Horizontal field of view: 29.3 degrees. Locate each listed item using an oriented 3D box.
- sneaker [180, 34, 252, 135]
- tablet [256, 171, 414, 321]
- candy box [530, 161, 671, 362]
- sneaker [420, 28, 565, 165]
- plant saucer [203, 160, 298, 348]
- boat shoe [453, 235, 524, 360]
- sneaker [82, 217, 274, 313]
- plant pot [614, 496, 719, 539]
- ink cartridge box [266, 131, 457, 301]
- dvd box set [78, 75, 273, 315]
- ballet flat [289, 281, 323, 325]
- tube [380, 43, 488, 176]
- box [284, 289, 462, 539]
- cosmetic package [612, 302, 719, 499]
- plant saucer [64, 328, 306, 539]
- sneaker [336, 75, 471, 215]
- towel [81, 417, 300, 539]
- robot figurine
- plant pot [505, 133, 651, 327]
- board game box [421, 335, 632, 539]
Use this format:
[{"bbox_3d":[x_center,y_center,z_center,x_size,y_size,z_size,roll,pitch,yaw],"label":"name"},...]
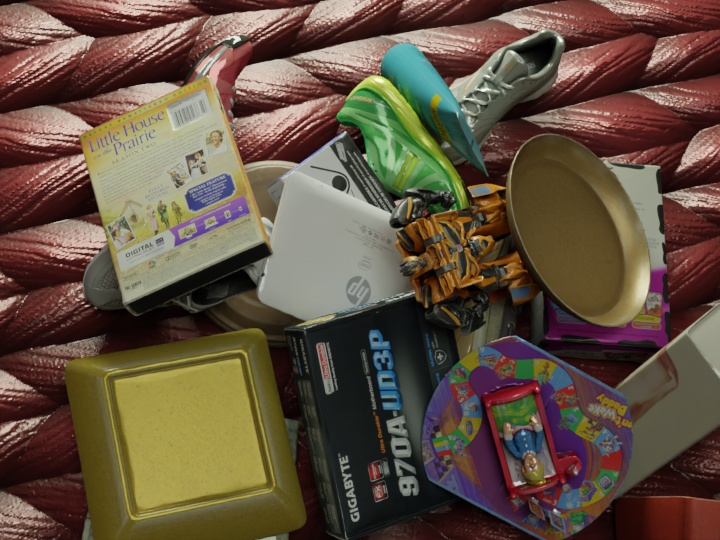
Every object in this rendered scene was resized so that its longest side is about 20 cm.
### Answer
[{"bbox_3d":[-0.157,-0.148,1.407,0.086,0.074,0.201,34,75,-3],"label":"sneaker"},{"bbox_3d":[0.000,0.000,1.313,0.198,0.014,0.132,22,73,-27],"label":"tablet"},{"bbox_3d":[0.244,-0.011,1.426,0.134,0.061,0.203,5,70,-8],"label":"candy box"},{"bbox_3d":[0.136,-0.191,1.453,0.200,0.092,0.076,-42,82,-15],"label":"sneaker"},{"bbox_3d":[-0.083,-0.022,1.390,0.197,0.030,0.203,3,70,-10],"label":"plant saucer"},{"bbox_3d":[0.133,0.029,1.391,0.064,0.072,0.202,33,53,-23],"label":"boat shoe"},{"bbox_3d":[-0.175,0.003,1.304,0.197,0.075,0.083,-15,41,11],"label":"sneaker"},{"bbox_3d":[0.348,0.310,1.264,0.197,0.200,0.179,8,79,-6],"label":"plant pot"},{"bbox_3d":[0.002,-0.027,1.365,0.094,0.044,0.201,-37,96,-28],"label":"ink cartridge box"},{"bbox_3d":[-0.177,-0.073,1.297,0.145,0.029,0.202,-24,61,4],"label":"dvd box set"},{"bbox_3d":[-0.033,0.103,1.330,0.069,0.069,0.203,-10,90,-13],"label":"ballet flat"},{"bbox_3d":[0.077,-0.170,1.400,0.050,0.078,0.200,-37,37,2],"label":"tube"},{"bbox_3d":[0.024,0.130,1.288,0.157,0.046,0.203,-14,97,-28],"label":"box"},{"bbox_3d":[0.296,0.121,1.301,0.103,0.200,0.088,-27,75,-43],"label":"cosmetic package"},{"bbox_3d":[-0.160,0.155,1.271,0.197,0.049,0.202,-9,71,-16],"label":"plant saucer"},{"bbox_3d":[0.048,-0.102,1.404,0.083,0.074,0.201,-37,80,4],"label":"sneaker"},{"bbox_3d":[-0.159,0.222,1.289,0.190,0.035,0.203,10,66,-9],"label":"towel"},{"bbox_3d":[0.110,-0.020,1.300,0.199,0.058,0.147,-13,78,-49],"label":"robot figurine"},{"bbox_3d":[0.208,-0.036,1.341,0.198,0.027,0.202,21,55,-33],"label":"plant pot"},{"bbox_3d":[0.157,0.159,1.260,0.198,0.039,0.159,28,97,-6],"label":"board game box"}]
